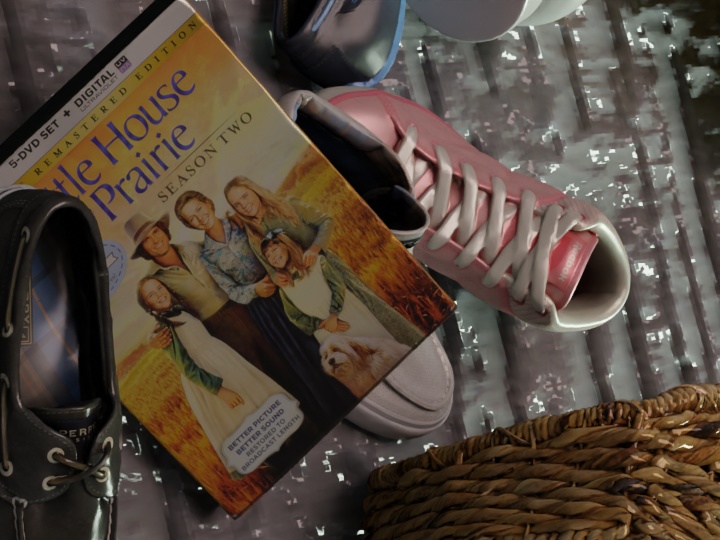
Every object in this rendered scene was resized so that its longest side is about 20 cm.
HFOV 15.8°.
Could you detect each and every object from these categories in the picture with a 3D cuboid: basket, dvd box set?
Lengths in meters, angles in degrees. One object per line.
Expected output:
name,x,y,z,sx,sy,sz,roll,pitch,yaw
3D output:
basket,0.096,0.104,1.228,0.143,0.200,0.149,35,54,-29
dvd box set,-0.071,-0.006,1.165,0.146,0.029,0.200,-43,111,-4

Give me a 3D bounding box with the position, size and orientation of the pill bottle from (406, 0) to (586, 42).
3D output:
pill bottle,0.101,-0.203,1.423,0.113,0.113,0.200,58,43,-11

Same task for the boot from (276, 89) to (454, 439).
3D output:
boot,0.000,0.000,1.248,0.200,0.095,0.074,46,47,-23

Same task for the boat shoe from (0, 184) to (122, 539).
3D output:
boat shoe,-0.132,0.063,1.090,0.068,0.057,0.201,-9,93,-36

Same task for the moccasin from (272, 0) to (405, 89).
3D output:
moccasin,-0.007,-0.192,1.328,0.068,0.080,0.201,25,56,-46

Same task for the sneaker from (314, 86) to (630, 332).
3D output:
sneaker,0.058,-0.029,1.304,0.200,0.105,0.076,32,82,-35
